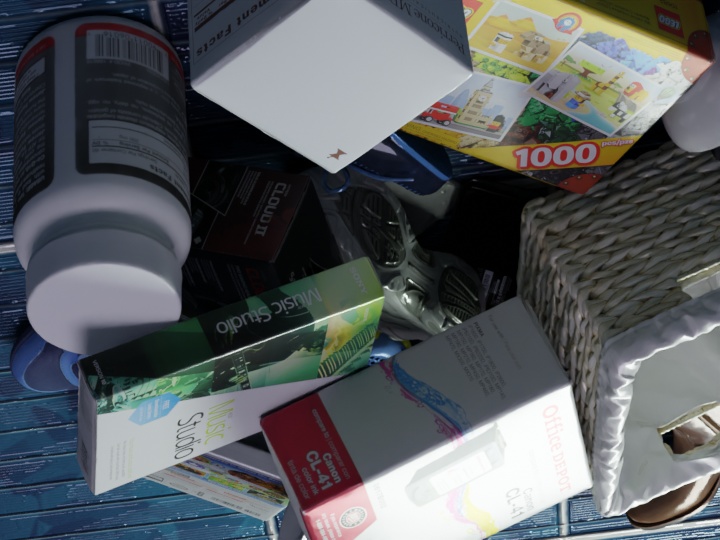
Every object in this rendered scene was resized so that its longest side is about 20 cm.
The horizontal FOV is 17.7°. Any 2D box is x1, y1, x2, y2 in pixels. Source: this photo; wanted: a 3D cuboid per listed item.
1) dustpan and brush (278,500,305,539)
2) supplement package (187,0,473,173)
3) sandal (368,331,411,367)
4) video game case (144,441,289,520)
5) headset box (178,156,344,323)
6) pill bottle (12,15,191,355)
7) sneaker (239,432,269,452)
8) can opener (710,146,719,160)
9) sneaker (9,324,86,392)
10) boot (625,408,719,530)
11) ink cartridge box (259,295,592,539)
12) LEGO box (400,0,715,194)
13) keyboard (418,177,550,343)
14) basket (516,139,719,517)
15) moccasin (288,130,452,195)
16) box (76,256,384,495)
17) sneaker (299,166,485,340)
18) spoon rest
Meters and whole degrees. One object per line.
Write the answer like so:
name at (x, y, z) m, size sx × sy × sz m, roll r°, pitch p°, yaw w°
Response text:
dustpan and brush at (-0.012, 0.166, 1.684) m, size 0.139 × 0.057 × 0.201 m, roll -35°, pitch 140°, yaw -10°
supplement package at (-0.023, -0.181, 1.327) m, size 0.117 × 0.201 × 0.117 m, roll -33°, pitch 136°, yaw 31°
sandal at (0.005, 0.120, 1.812) m, size 0.079 × 0.088 × 0.201 m, roll -2°, pitch 139°, yaw 1°
video game case at (-0.119, 0.152, 1.795) m, size 0.142 × 0.018 × 0.200 m, roll 21°, pitch 164°, yaw -7°
headset box at (-0.099, -0.004, 1.587) m, size 0.198 × 0.078 × 0.149 m, roll 11°, pitch 148°, yaw 22°
pill bottle at (-0.164, -0.053, 1.471) m, size 0.113 × 0.201 × 0.114 m, roll -4°, pitch 143°, yaw -3°
sneaker at (-0.086, 0.108, 1.751) m, size 0.114 × 0.076 × 0.200 m, roll 14°, pitch 166°, yaw -15°
can opener at (0.327, -0.108, 1.542) m, size 0.199 × 0.064 × 0.079 m, roll -26°, pitch 157°, yaw -4°
sneaker at (-0.168, 0.065, 1.720) m, size 0.198 × 0.083 × 0.074 m, roll -12°, pitch 144°, yaw 10°
boot at (0.235, 0.118, 1.857) m, size 0.186 × 0.064 × 0.199 m, roll -41°, pitch 135°, yaw 19°
ink cartridge box at (0.046, 0.124, 1.564) m, size 0.199 × 0.086 × 0.148 m, roll -24°, pitch 144°, yaw -4°
LEGO box at (0.101, -0.147, 1.488) m, size 0.199 × 0.078 × 0.149 m, roll 17°, pitch 136°, yaw -27°
keyboard at (0.109, 0.003, 1.729) m, size 0.103 × 0.040 × 0.201 m, roll 17°, pitch 139°, yaw 2°
basket at (0.220, 0.030, 1.622) m, size 0.197 × 0.161 × 0.201 m, roll -23°, pitch 146°, yaw -15°
moccasin at (-0.027, -0.107, 1.532) m, size 0.199 × 0.081 × 0.068 m, roll 35°, pitch 113°, yaw -25°
box at (-0.085, 0.069, 1.484) m, size 0.199 × 0.037 × 0.145 m, roll -21°, pitch 156°, yaw -17°
sneaker at (0.000, 0.000, 1.669) m, size 0.099 × 0.078 × 0.200 m, roll -13°, pitch 137°, yaw 37°
spoon rest at (0.257, -0.133, 1.473) m, size 0.060 × 0.100 × 0.200 m, roll 21°, pitch 161°, yaw -23°
